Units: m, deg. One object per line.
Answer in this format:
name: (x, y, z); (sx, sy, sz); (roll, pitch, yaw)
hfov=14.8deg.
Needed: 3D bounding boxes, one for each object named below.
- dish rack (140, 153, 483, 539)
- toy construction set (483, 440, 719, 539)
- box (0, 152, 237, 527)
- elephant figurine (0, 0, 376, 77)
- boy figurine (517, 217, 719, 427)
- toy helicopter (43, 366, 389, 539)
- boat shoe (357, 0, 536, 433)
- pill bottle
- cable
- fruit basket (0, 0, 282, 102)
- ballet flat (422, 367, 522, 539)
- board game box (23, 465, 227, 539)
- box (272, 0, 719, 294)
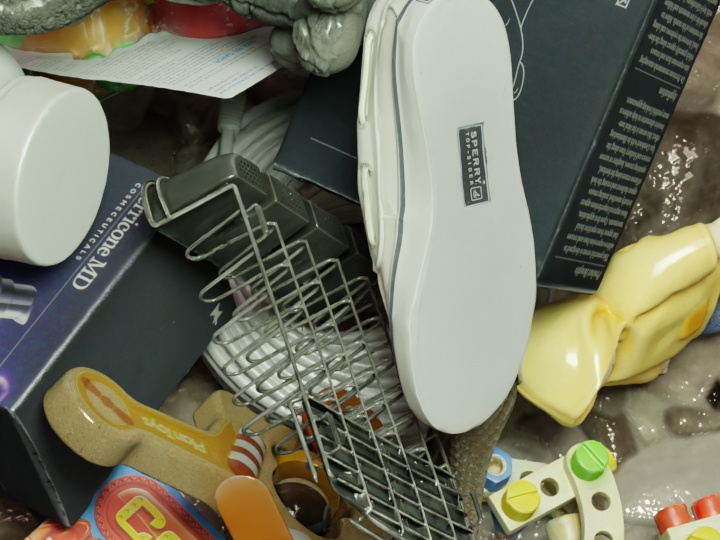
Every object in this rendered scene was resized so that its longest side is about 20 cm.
dish rack: (-0.016, 0.047, 1.261); (0.054, 0.153, 0.201); (-32, 57, 19)
toy construction set: (0.163, 0.122, 1.391); (0.199, 0.092, 0.132); (-20, 68, -5)
box: (-0.186, 0.008, 1.348); (0.199, 0.105, 0.148); (22, 61, 27)
elephant figurine: (-0.089, -0.167, 1.256); (0.199, 0.155, 0.142); (10, 102, 7)
boy figurine: (0.157, 0.019, 1.407); (0.199, 0.125, 0.065); (-22, 62, -37)
toy helicopter: (-0.064, 0.102, 1.282); (0.200, 0.079, 0.133); (28, 29, -36)
boat shoe: (0.030, -0.029, 1.251); (0.072, 0.066, 0.201); (-14, 106, -30)
pill bottle: (-0.221, -0.063, 1.272); (0.199, 0.111, 0.111); (14, 61, 22)
cable: (0.000, 0.000, 1.432); (0.199, 0.069, 0.201); (19, 64, 0)
fruit basket: (-0.098, -0.119, 1.384); (0.199, 0.094, 0.185); (14, 28, 27)
ballet flat: (0.052, 0.104, 1.346); (0.046, 0.067, 0.201); (13, 103, -5)
board game box: (-0.113, 0.221, 1.317); (0.200, 0.056, 0.196); (43, 67, 12)
box: (0.074, -0.108, 1.330); (0.148, 0.107, 0.201); (25, 96, 21)
